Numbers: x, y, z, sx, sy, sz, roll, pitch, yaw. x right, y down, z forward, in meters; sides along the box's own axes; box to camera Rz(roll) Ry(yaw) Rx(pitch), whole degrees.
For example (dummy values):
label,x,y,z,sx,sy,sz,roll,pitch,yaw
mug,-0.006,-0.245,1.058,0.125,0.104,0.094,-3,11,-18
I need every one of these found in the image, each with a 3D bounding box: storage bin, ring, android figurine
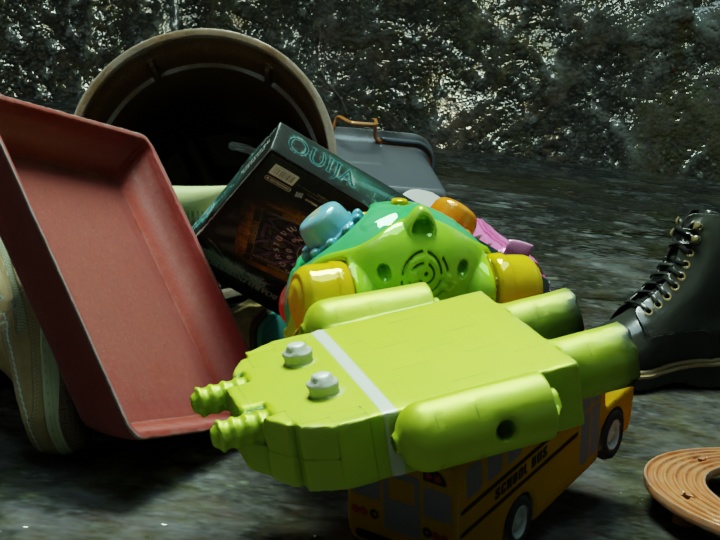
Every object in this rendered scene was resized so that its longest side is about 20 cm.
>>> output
label,x,y,z,sx,sy,sz,roll,pitch,yaw
storage bin,-0.001,-0.081,1.641,0.199,0.147,0.134,3,20,-17
ring,0.255,0.134,0.854,0.199,0.019,0.200,7,9,-1
android figurine,0.022,0.050,0.723,0.199,0.041,0.182,-11,18,-12

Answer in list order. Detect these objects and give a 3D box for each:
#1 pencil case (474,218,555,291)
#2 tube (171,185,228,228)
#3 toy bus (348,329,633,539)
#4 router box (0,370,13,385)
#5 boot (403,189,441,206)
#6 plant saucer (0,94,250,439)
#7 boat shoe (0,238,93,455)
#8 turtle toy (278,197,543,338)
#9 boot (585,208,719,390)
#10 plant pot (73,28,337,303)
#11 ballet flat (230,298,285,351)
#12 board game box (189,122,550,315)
label,x,y,z,sx,sy,sz,roll,pitch,yaw
pencil case,0.101,0.008,1.272,0.090,0.094,0.200,5,9,-10
tube,-0.169,-0.029,1.031,0.198,0.052,0.058,4,-14,10
toy bus,0.073,0.083,0.797,0.065,0.079,0.200,13,27,32
router box,-0.224,0.029,1.020,0.198,0.063,0.150,6,10,0
boot,0.022,0.024,1.233,0.072,0.091,0.200,29,38,0
plant saucer,-0.136,0.006,0.872,0.037,0.201,0.199,-28,-11,15
boat shoe,-0.198,0.032,0.886,0.076,0.072,0.201,-11,40,-7
turtle toy,0.009,0.029,0.899,0.145,0.201,0.101,-2,49,-20
boot,0.220,0.015,1.173,0.199,0.139,0.077,-1,12,-31
plant pot,-0.114,-0.060,1.207,0.199,0.202,0.198,7,-10,2
ballet flat,-0.068,0.038,1.077,0.063,0.069,0.200,-5,5,16
board game box,0.000,0.000,0.976,0.199,0.028,0.135,30,-41,-16
